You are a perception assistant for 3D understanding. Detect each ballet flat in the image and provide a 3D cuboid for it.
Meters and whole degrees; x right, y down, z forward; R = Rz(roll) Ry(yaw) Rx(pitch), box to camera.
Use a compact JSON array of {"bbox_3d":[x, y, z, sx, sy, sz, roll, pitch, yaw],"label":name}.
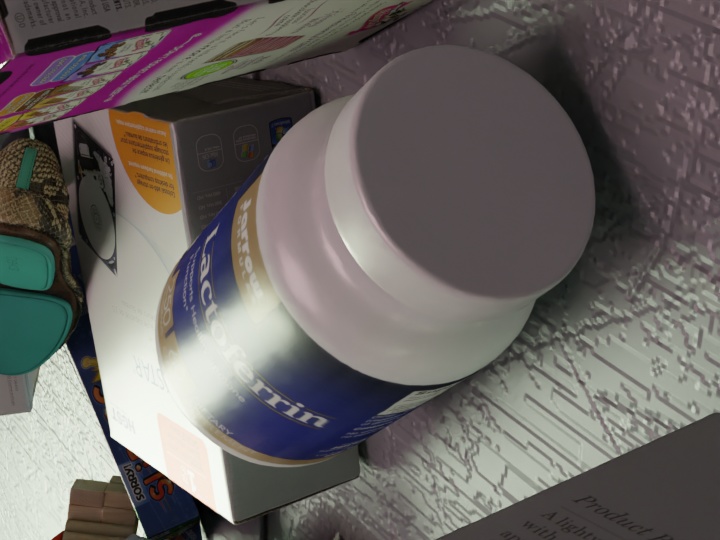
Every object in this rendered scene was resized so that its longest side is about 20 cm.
[{"bbox_3d":[-0.179,-0.009,0.782,0.200,0.068,0.075,119,160,-62],"label":"ballet flat"}]

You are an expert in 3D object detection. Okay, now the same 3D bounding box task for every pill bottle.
[{"bbox_3d":[0.000,0.000,0.569,0.200,0.116,0.116,-41,69,57],"label":"pill bottle"}]

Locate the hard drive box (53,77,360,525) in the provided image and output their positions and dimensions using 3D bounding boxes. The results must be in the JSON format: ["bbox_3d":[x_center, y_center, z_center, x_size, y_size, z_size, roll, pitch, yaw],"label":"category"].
[{"bbox_3d":[-0.081,0.005,0.745,0.156,0.077,0.200,18,120,56],"label":"hard drive box"}]

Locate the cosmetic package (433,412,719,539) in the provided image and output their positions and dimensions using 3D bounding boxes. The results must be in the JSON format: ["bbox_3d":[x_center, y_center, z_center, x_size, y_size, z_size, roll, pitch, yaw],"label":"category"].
[{"bbox_3d":[0.094,0.166,0.413,0.165,0.200,0.165,26,126,52],"label":"cosmetic package"}]

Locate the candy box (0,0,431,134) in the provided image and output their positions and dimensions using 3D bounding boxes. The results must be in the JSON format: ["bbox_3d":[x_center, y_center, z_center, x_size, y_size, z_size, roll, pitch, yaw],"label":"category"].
[{"bbox_3d":[-0.063,-0.107,0.532,0.136,0.200,0.061,-17,91,59],"label":"candy box"}]

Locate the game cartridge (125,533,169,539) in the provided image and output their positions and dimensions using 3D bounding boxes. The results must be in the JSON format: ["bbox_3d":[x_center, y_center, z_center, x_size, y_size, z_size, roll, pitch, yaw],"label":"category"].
[{"bbox_3d":[-0.085,0.240,0.852,0.133,0.042,0.200,30,142,16],"label":"game cartridge"}]

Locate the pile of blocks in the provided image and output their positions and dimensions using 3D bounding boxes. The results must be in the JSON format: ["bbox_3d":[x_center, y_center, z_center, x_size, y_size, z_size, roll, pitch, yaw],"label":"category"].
[{"bbox_3d":[-0.185,0.217,0.939,0.200,0.062,0.082,-86,5,-48],"label":"pile of blocks"}]

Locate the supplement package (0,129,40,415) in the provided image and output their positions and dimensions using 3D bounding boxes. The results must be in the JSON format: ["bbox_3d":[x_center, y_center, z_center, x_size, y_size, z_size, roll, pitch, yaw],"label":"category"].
[{"bbox_3d":[-0.268,-0.009,0.937,0.200,0.111,0.156,-117,22,-72],"label":"supplement package"}]

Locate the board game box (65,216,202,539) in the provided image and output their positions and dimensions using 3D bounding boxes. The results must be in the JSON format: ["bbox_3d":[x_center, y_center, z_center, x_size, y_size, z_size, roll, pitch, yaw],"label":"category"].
[{"bbox_3d":[-0.152,0.077,0.903,0.135,0.034,0.200,104,141,-72],"label":"board game box"}]
